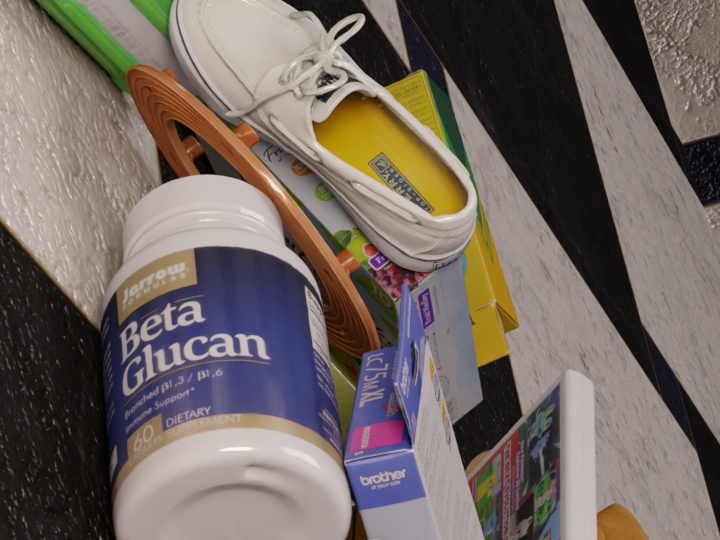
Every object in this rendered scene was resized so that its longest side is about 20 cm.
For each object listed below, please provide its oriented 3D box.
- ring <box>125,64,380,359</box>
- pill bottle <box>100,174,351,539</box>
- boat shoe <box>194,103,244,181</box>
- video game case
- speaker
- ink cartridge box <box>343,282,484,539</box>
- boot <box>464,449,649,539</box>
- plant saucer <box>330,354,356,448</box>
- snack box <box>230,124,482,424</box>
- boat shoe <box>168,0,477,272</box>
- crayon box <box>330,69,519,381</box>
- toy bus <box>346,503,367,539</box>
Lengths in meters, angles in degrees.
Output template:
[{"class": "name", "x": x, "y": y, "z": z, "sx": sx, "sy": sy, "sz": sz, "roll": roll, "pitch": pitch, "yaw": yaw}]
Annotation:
[{"class": "ring", "x": -0.053, "y": -0.034, "z": 1.526, "sx": 0.200, "sy": 0.019, "sz": 0.200, "roll": 48, "pitch": -12, "yaw": 13}, {"class": "pill bottle", "x": -0.069, "y": 0.050, "z": 1.380, "sx": 0.111, "sy": 0.111, "sz": 0.200, "roll": 55, "pitch": 18, "yaw": -41}, {"class": "boat shoe", "x": -0.064, "y": -0.096, "z": 1.723, "sx": 0.200, "sy": 0.070, "sz": 0.071, "roll": 65, "pitch": 14, "yaw": -11}, {"class": "video game case", "x": 0.068, "y": 0.175, "z": 1.548, "sx": 0.023, "sy": 0.182, "sz": 0.200, "roll": 29, "pitch": 34, "yaw": -17}, {"class": "speaker", "x": -0.134, "y": -0.161, "z": 1.531, "sx": 0.200, "sy": 0.088, "sz": 0.089, "roll": 46, "pitch": 25, "yaw": -57}, {"class": "ink cartridge box", "x": 0.030, "y": 0.120, "z": 1.382, "sx": 0.119, "sy": 0.042, "sz": 0.201, "roll": -80, "pitch": 158, "yaw": -66}, {"class": "boot", "x": 0.130, "y": 0.174, "z": 1.787, "sx": 0.144, "sy": 0.071, "sz": 0.202, "roll": -44, "pitch": 121, "yaw": -54}, {"class": "plant saucer", "x": -0.020, "y": 0.065, "z": 1.591, "sx": 0.200, "sy": 0.031, "sz": 0.200, "roll": 47, "pitch": 0, "yaw": 0}, {"class": "snack box", "x": 0.000, "y": 0.000, "z": 1.609, "sx": 0.142, "sy": 0.053, "sz": 0.200, "roll": 45, "pitch": -15, "yaw": 23}, {"class": "boat shoe", "x": -0.017, "y": -0.087, "z": 1.471, "sx": 0.202, "sy": 0.075, "sz": 0.086, "roll": 47, "pitch": -21, "yaw": 10}, {"class": "crayon box", "x": 0.017, "y": -0.008, "z": 1.774, "sx": 0.051, "sy": 0.127, "sz": 0.201, "roll": 42, "pitch": 30, "yaw": -60}, {"class": "toy bus", "x": 0.007, "y": 0.199, "z": 1.489, "sx": 0.065, "sy": 0.078, "sz": 0.200, "roll": 51, "pitch": 19, "yaw": -22}]
